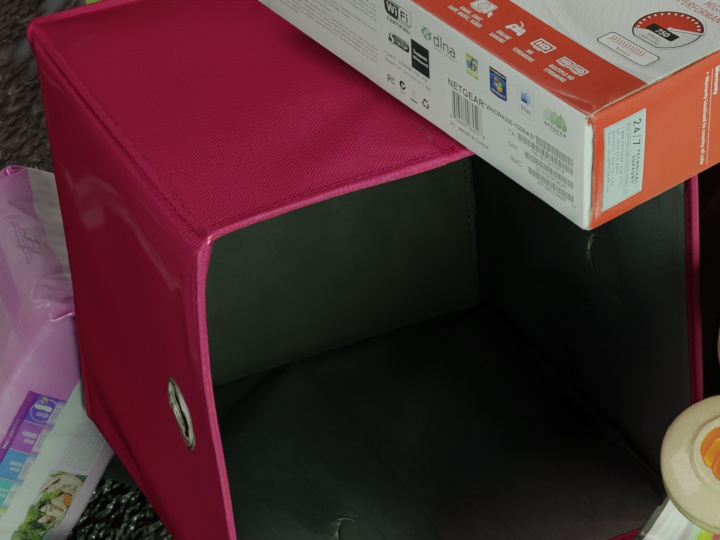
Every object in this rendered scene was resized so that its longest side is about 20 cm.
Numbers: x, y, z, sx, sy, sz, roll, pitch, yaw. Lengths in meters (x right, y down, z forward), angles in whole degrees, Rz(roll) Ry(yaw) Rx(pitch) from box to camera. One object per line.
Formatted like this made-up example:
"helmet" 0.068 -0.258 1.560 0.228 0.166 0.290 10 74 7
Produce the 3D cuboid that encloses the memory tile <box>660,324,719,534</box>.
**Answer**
"memory tile" 0.215 0.052 0.875 0.200 0.017 0.154 23 67 16

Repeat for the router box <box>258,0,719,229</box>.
"router box" 0.083 -0.113 0.930 0.179 0.049 0.200 -27 44 -27

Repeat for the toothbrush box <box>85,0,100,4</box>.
"toothbrush box" -0.057 -0.177 1.280 0.200 0.086 0.146 -55 38 38

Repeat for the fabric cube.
"fabric cube" 0.000 0.000 1.009 0.199 0.197 0.199 -17 33 -18

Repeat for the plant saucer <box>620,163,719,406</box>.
"plant saucer" 0.195 -0.013 1.045 0.200 0.034 0.201 -23 43 23

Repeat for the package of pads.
"package of pads" -0.165 0.065 1.178 0.200 0.075 0.121 -59 33 25

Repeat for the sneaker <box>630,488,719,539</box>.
"sneaker" 0.132 0.126 0.911 0.090 0.078 0.200 28 33 16

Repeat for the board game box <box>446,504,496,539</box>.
"board game box" 0.029 0.212 0.966 0.199 0.043 0.200 -47 39 -6

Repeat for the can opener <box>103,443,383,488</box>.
"can opener" -0.040 0.081 1.153 0.067 0.054 0.200 -27 26 -37
